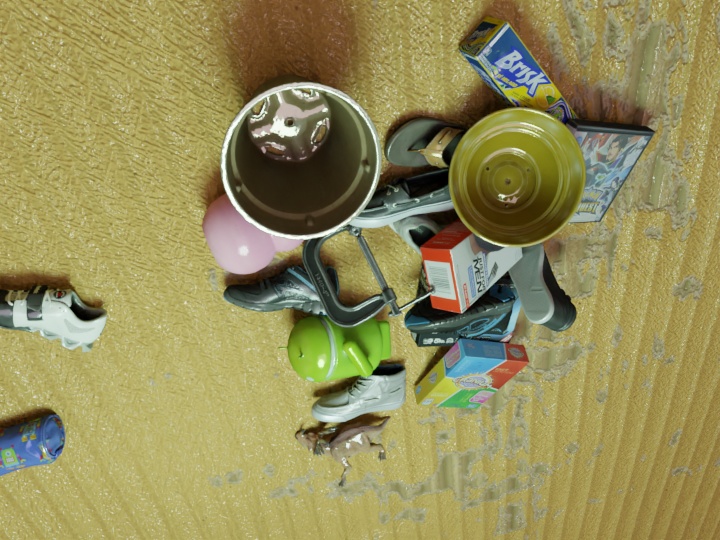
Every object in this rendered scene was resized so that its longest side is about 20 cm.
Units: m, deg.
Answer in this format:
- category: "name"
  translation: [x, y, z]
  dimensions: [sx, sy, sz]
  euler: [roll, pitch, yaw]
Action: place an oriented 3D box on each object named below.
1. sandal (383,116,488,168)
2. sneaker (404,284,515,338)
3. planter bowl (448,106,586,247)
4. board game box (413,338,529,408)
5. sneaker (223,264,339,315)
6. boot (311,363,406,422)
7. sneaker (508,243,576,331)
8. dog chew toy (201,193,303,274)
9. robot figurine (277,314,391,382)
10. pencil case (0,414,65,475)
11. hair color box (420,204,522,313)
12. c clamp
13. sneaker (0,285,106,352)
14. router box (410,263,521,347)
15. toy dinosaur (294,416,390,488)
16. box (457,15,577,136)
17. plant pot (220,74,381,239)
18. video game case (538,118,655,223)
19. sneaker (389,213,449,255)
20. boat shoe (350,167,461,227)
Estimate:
- category: "sandal"
  translation: [0.136, -0.188, 0.878]
  dimensions: [0.197, 0.055, 0.083]
  euler: [6, 120, -17]
- category: "sneaker"
  translation: [0.174, 0.088, 0.967]
  dimensions: [0.197, 0.074, 0.083]
  euler: [-9, 124, -8]
- category: "planter bowl"
  translation: [0.232, -0.139, 0.854]
  dimensions: [0.197, 0.083, 0.204]
  euler: [1, 95, 6]
- category: "board game box"
  translation: [0.218, 0.212, 1.120]
  dimensions: [0.151, 0.041, 0.201]
  euler: [8, 138, -22]
- category: "sneaker"
  translation: [-0.133, 0.029, 0.954]
  dimensions: [0.197, 0.073, 0.083]
  euler: [2, 95, -13]
- category: "boot"
  translation: [-0.002, 0.234, 1.112]
  dimensions: [0.197, 0.074, 0.097]
  euler: [-8, 118, -19]
- category: "sneaker"
  translation: [0.319, 0.022, 0.981]
  dimensions: [0.070, 0.202, 0.099]
  euler: [-32, 133, 33]
- category: "dog chew toy"
  translation: [-0.135, -0.077, 0.849]
  dimensions: [0.198, 0.125, 0.126]
  euler: [-23, 125, -8]
- category: "robot figurine"
  translation: [-0.041, 0.131, 0.984]
  dimensions: [0.198, 0.175, 0.118]
  euler: [-4, 95, -34]
- category: "pencil case"
  translation: [-0.635, 0.328, 1.000]
  dimensions: [0.197, 0.078, 0.088]
  euler: [-18, 95, -2]
- category: "hair color box"
  translation: [0.187, -0.030, 0.913]
  dimensions: [0.199, 0.063, 0.112]
  euler: [-36, 121, -38]
- category: "c clamp"
  translation: [0.000, 0.000, 0.909]
  dimensions: [0.170, 0.201, 0.027]
  euler: [-35, 166, 9]
- category: "sneaker"
  translation: [-0.495, 0.052, 0.869]
  dimensions: [0.199, 0.074, 0.089]
  euler: [28, 112, -38]
- category: "router box"
  translation: [0.202, 0.064, 1.050]
  dimensions: [0.197, 0.062, 0.152]
  euler: [-1, 121, -13]
- category: "toy dinosaur"
  translation: [-0.026, 0.356, 1.171]
  dimensions: [0.198, 0.086, 0.137]
  euler: [-29, 117, -1]
- category: "box"
  translation: [0.237, -0.280, 0.836]
  dimensions: [0.199, 0.070, 0.064]
  euler: [37, 105, -30]
- category: "plant pot"
  translation: [-0.088, -0.176, 0.753]
  dimensions: [0.197, 0.184, 0.203]
  euler: [-6, 124, -10]
- category: "video game case"
  translation: [0.378, -0.159, 0.933]
  dimensions: [0.198, 0.026, 0.182]
  euler: [-5, 131, -30]
- category: "sneaker"
  translation: [0.133, -0.041, 0.949]
  dimensions: [0.198, 0.092, 0.076]
  euler: [25, 114, -26]
- category: "boat shoe"
  translation: [0.067, -0.121, 0.886]
  dimensions: [0.197, 0.069, 0.057]
  euler: [-12, 138, -1]
